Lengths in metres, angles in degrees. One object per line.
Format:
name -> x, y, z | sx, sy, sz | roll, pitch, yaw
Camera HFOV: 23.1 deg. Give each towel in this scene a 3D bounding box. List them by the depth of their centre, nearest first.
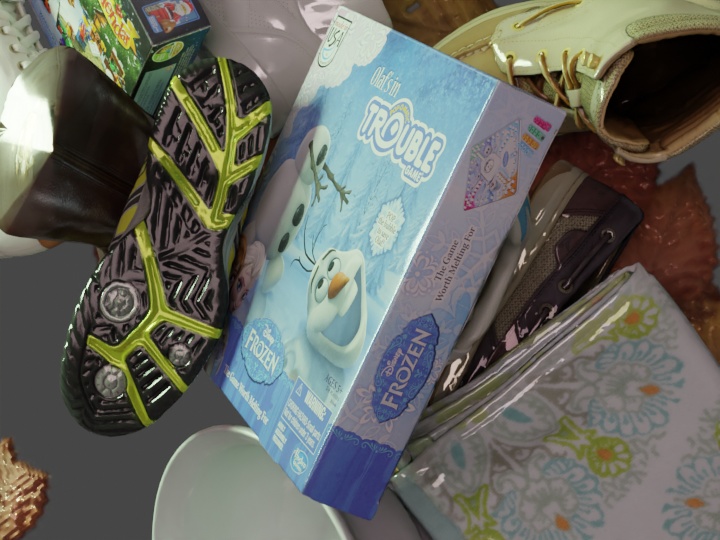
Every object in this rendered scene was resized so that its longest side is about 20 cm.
towel -> 0.130, 0.118, 0.904 | 0.171, 0.048, 0.201 | -36, 102, 7

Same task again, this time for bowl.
bowl -> -0.019, 0.170, 0.924 | 0.200, 0.090, 0.203 | 19, 115, 46

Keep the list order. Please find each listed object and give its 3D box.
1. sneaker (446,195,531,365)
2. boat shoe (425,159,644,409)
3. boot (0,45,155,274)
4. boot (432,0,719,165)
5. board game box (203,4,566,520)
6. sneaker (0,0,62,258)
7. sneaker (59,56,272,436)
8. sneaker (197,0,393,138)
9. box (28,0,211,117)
sneaker -> 0.021, 0.022, 0.894 | 0.076, 0.081, 0.201 | 18, 119, -16
boat shoe -> 0.090, 0.041, 0.944 | 0.064, 0.072, 0.201 | 24, 85, 18
boot -> -0.148, -0.010, 0.935 | 0.064, 0.200, 0.188 | 13, 87, 16
boot -> 0.108, -0.093, 0.907 | 0.198, 0.156, 0.073 | -17, 108, 8
board game box -> -0.003, -0.014, 0.844 | 0.043, 0.200, 0.200 | 23, 97, -26
sneaker -> -0.193, -0.111, 1.023 | 0.084, 0.073, 0.202 | -7, 93, 22
sneaker -> -0.093, -0.008, 0.906 | 0.075, 0.076, 0.202 | 24, 91, -1
sneaker -> -0.065, -0.183, 1.010 | 0.115, 0.074, 0.200 | -37, 75, -6
box -> -0.158, -0.183, 0.992 | 0.037, 0.137, 0.201 | -22, 77, -25
